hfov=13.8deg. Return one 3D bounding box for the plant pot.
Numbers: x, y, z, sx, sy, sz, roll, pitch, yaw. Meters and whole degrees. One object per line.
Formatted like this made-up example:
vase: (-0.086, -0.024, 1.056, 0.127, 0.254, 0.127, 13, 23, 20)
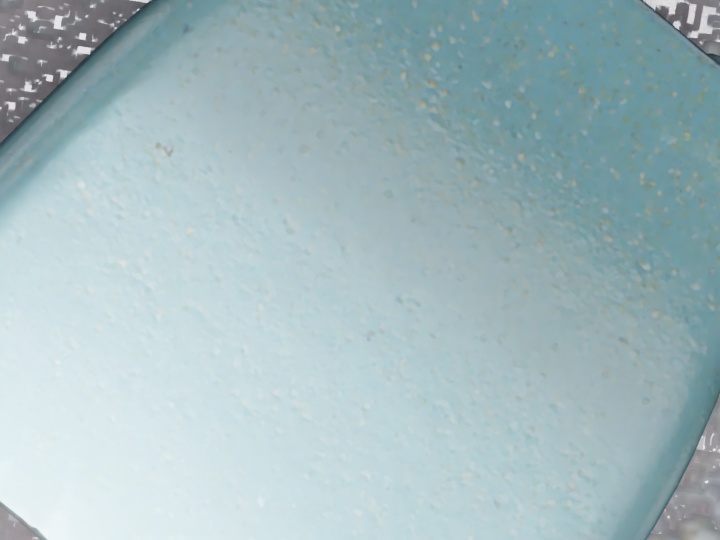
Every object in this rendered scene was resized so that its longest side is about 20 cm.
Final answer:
plant pot: (0.000, 0.000, 0.794, 0.196, 0.196, 0.200, 40, 89, -5)
